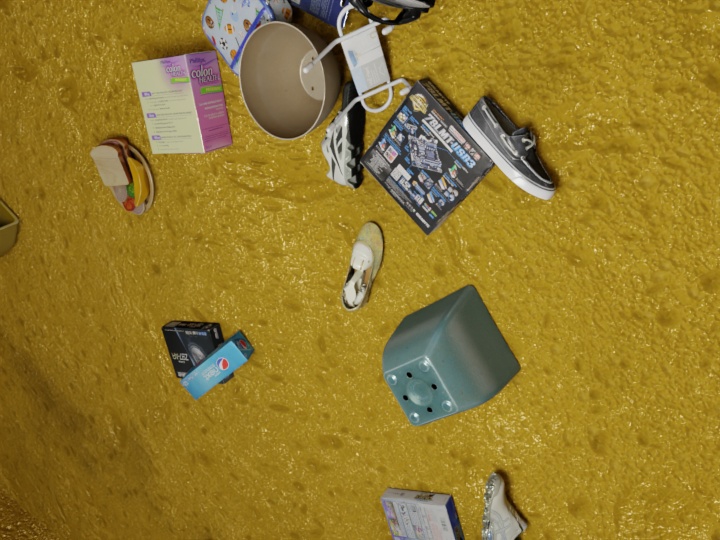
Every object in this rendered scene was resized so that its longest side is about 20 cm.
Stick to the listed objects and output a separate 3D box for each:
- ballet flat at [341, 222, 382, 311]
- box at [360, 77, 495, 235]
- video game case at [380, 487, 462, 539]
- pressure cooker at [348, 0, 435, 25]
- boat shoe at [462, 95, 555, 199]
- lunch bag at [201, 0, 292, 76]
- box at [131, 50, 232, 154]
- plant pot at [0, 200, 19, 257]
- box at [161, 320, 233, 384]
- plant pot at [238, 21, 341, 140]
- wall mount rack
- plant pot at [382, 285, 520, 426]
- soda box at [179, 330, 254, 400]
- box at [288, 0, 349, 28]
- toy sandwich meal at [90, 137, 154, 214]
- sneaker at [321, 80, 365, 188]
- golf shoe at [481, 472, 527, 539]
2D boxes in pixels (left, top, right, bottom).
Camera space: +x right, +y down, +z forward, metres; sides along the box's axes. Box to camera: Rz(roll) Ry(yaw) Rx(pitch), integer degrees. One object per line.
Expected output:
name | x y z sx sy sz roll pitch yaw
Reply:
ballet flat | 0.000 0.000 1.270 0.070 0.070 0.204 26 122 21
box | 0.122 -0.203 1.110 0.200 0.049 0.199 47 127 8
video game case | 0.156 0.623 1.450 0.178 0.045 0.205 -8 105 34
pressure cooker | 0.054 -0.490 0.940 0.171 0.179 0.205 14 109 -1
boat shoe | 0.258 -0.206 1.008 0.201 0.071 0.068 51 130 14
lunch bag | -0.219 -0.485 1.179 0.162 0.075 0.199 54 142 -2
box | -0.395 -0.370 1.353 0.172 0.096 0.205 5 114 32
plant pot | -1.262 -0.120 1.992 0.194 0.195 0.201 42 135 10
box | -0.452 0.225 1.685 0.196 0.043 0.164 0 110 33
plant pot | -0.111 -0.361 1.142 0.196 0.134 0.205 15 118 28
wall mount rack | -0.008 -0.340 1.052 0.170 0.075 0.202 -24 130 0
plant pot | 0.153 0.185 1.163 0.195 0.199 0.198 -30 94 39
soda box | -0.373 0.248 1.584 0.198 0.064 0.068 -37 100 19
box | -0.086 -0.538 1.112 0.198 0.032 0.123 35 126 20
toy sandwich meal | -0.616 -0.239 1.575 0.201 0.070 0.210 14 117 28
sneaker | -0.040 -0.264 1.176 0.087 0.074 0.205 16 118 25
golf shoe | 0.308 0.517 1.298 0.095 0.079 0.205 4 119 14
